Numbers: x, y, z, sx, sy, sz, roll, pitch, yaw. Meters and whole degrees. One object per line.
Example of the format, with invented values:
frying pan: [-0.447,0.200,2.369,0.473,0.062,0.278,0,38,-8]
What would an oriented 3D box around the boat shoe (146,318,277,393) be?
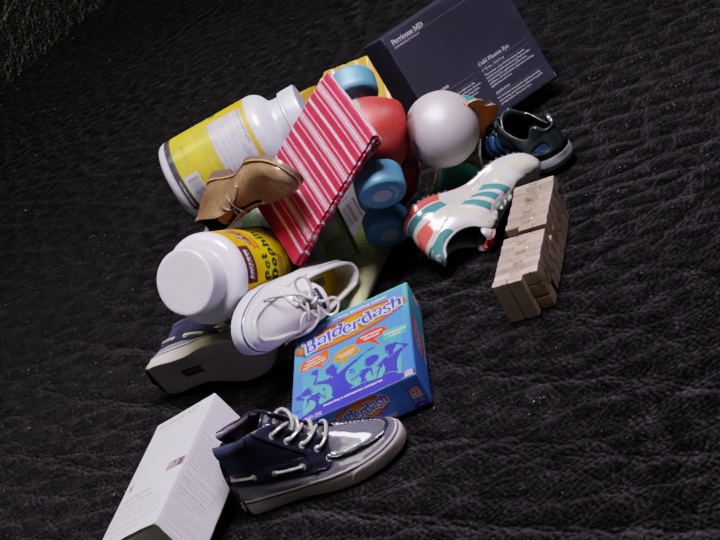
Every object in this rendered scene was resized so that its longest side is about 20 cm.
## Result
boat shoe: [-0.178,0.088,1.583,0.199,0.075,0.093,-13,38,32]

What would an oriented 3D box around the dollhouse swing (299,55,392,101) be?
dollhouse swing: [-0.021,-0.247,1.900,0.199,0.183,0.176,-16,-11,26]

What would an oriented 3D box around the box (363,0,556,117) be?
box: [0.140,-0.296,1.799,0.199,0.183,0.104,-34,11,-11]

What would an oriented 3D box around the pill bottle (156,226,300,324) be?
pill bottle: [-0.161,0.005,1.533,0.109,0.110,0.200,-17,-2,24]

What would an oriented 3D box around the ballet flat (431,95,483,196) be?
ballet flat: [0.130,-0.134,1.669,0.067,0.068,0.201,110,173,-66]

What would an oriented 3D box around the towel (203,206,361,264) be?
towel: [-0.106,-0.037,1.627,0.200,0.150,0.031,-32,-6,32]

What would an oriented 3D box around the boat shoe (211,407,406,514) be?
boat shoe: [-0.058,0.178,1.302,0.199,0.093,0.075,-24,27,12]

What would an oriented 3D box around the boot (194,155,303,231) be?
boot: [-0.137,-0.087,1.535,0.200,0.073,0.076,-13,45,56]

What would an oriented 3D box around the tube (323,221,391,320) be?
tube: [0.000,0.000,1.612,0.052,0.058,0.201,21,48,4]

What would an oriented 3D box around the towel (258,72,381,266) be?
towel: [-0.057,-0.121,1.536,0.201,0.022,0.145,-57,45,23]

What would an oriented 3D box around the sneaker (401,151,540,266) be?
sneaker: [0.154,-0.069,1.561,0.199,0.071,0.094,-27,58,-17]

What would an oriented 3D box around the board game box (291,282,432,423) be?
board game box: [-0.001,0.106,1.422,0.151,0.045,0.200,-25,25,11]

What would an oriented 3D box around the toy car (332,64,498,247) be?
toy car: [0.079,-0.159,1.588,0.199,0.177,0.185,-14,59,-1]

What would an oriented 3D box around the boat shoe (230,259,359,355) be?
boat shoe: [-0.064,0.038,1.487,0.086,0.075,0.202,-12,12,39]

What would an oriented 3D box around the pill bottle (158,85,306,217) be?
pill bottle: [-0.157,-0.161,1.671,0.199,0.112,0.112,-28,26,8]

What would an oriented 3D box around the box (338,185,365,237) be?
box: [-0.079,-0.083,1.772,0.199,0.098,0.124,5,44,50]

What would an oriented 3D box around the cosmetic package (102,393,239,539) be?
cosmetic package: [-0.194,0.234,1.349,0.101,0.074,0.200,-32,24,29]

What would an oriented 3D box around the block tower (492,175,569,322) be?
block tower: [0.197,-0.027,1.441,0.054,0.058,0.200,-16,32,26]

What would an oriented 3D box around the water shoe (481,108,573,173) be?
water shoe: [0.203,-0.182,1.676,0.071,0.079,0.200,-41,28,-22]
